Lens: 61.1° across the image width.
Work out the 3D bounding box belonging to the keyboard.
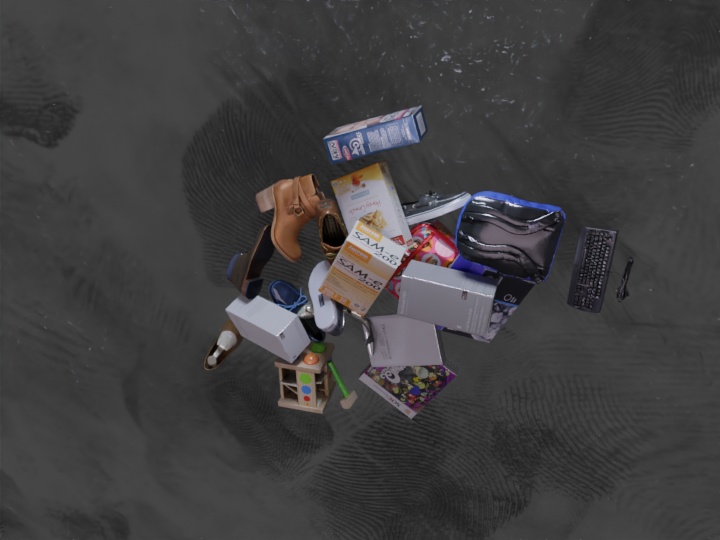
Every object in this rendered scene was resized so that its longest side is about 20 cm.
[{"bbox_3d":[0.529,0.004,1.325,0.127,0.021,0.201,8,118,14],"label":"keyboard"}]

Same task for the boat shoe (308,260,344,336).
[{"bbox_3d":[-0.074,0.068,1.465,0.072,0.200,0.068,-29,138,18],"label":"boat shoe"}]

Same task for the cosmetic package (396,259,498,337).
[{"bbox_3d":[0.185,0.058,1.307,0.199,0.090,0.107,10,120,14],"label":"cosmetic package"}]

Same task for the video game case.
[{"bbox_3d":[0.121,0.267,1.573,0.181,0.036,0.200,38,120,-3],"label":"video game case"}]

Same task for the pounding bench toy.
[{"bbox_3d":[-0.107,0.271,1.596,0.199,0.124,0.156,7,117,14],"label":"pounding bench toy"}]

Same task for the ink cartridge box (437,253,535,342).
[{"bbox_3d":[0.261,0.066,1.378,0.199,0.043,0.198,16,124,-23],"label":"ink cartridge box"}]

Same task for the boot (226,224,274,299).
[{"bbox_3d":[-0.279,-0.037,1.515,0.097,0.075,0.201,30,109,28],"label":"boot"}]

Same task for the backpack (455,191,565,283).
[{"bbox_3d":[0.298,-0.075,1.267,0.199,0.168,0.163,13,103,7],"label":"backpack"}]

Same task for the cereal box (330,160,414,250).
[{"bbox_3d":[0.026,-0.127,1.361,0.144,0.039,0.201,-15,97,39],"label":"cereal box"}]

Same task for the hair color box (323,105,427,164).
[{"bbox_3d":[0.033,-0.286,1.286,0.199,0.100,0.061,-10,112,21],"label":"hair color box"}]

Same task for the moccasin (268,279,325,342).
[{"bbox_3d":[-0.150,0.101,1.547,0.080,0.068,0.200,-46,106,-5],"label":"moccasin"}]

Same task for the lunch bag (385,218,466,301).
[{"bbox_3d":[0.135,-0.022,1.404,0.176,0.082,0.200,41,119,-1],"label":"lunch bag"}]

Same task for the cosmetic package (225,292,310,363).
[{"bbox_3d":[-0.233,0.139,1.535,0.200,0.081,0.113,21,146,34],"label":"cosmetic package"}]

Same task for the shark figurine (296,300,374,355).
[{"bbox_3d":[-0.040,0.116,1.530,0.214,0.128,0.090,25,153,3],"label":"shark figurine"}]

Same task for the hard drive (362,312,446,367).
[{"bbox_3d":[0.103,0.168,1.493,0.199,0.026,0.132,-8,98,33],"label":"hard drive"}]

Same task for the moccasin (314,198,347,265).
[{"bbox_3d":[-0.057,-0.069,1.418,0.073,0.078,0.202,-9,131,-3],"label":"moccasin"}]

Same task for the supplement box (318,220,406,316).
[{"bbox_3d":[0.000,0.000,1.359,0.126,0.074,0.200,29,138,-1],"label":"supplement box"}]

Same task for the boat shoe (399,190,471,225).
[{"bbox_3d":[0.145,-0.143,1.343,0.199,0.069,0.057,-16,100,24],"label":"boat shoe"}]

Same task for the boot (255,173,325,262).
[{"bbox_3d":[-0.143,-0.122,1.443,0.154,0.074,0.200,-17,114,18],"label":"boot"}]

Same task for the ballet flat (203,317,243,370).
[{"bbox_3d":[-0.380,0.209,1.680,0.068,0.072,0.200,38,120,-4],"label":"ballet flat"}]
